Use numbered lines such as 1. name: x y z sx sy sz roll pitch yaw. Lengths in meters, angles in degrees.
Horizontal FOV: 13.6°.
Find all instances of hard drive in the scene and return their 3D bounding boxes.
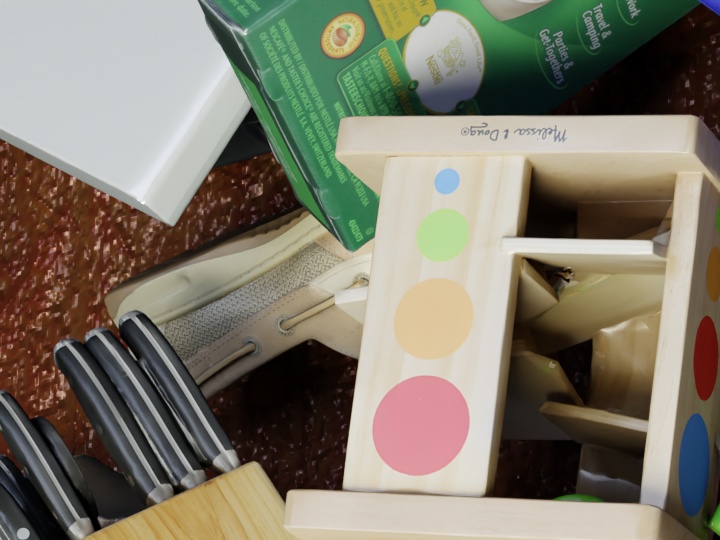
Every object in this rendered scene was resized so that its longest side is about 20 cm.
1. hard drive: -0.061 -0.124 1.091 0.132 0.027 0.200 26 80 40

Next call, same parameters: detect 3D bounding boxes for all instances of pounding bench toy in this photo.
1. pounding bench toy: 0.095 0.043 0.980 0.199 0.124 0.157 1 73 23

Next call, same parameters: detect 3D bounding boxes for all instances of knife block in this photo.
1. knife block: -0.040 0.109 1.000 0.199 0.064 0.176 15 58 3

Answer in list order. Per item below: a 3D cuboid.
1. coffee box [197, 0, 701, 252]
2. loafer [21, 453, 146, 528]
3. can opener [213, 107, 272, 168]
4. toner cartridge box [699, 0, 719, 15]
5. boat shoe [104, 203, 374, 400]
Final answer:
1. coffee box: 0.048 -0.108 1.044 0.200 0.123 0.044 -36 48 -8
2. loafer: -0.112 0.105 1.185 0.200 0.073 0.072 -9 68 40
3. can opener: -0.035 -0.071 1.170 0.063 0.079 0.200 -49 13 -13
4. toner cartridge box: 0.193 -0.069 0.965 0.200 0.095 0.043 31 94 45
5. boat shoe: 0.000 0.000 1.142 0.200 0.071 0.065 -22 93 25
